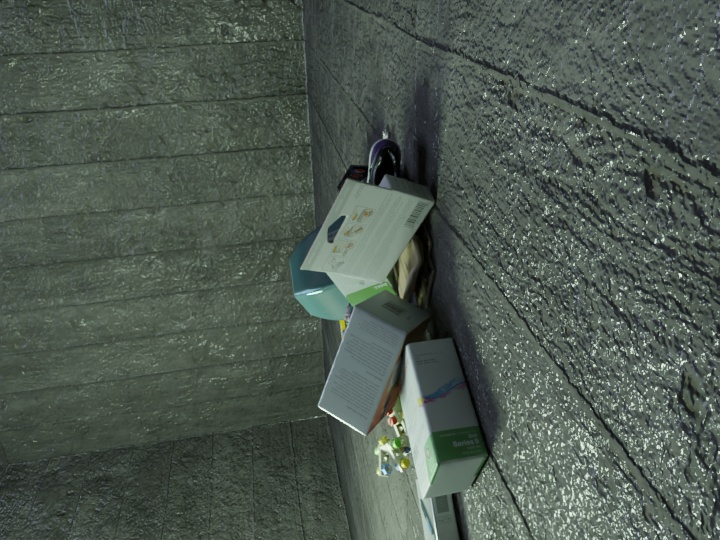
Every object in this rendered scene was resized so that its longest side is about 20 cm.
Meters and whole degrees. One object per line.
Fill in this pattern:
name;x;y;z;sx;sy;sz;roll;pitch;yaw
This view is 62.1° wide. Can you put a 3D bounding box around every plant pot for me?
plant pot;-0.065;0.009;1.482;0.197;0.195;0.200;56;-162;-55

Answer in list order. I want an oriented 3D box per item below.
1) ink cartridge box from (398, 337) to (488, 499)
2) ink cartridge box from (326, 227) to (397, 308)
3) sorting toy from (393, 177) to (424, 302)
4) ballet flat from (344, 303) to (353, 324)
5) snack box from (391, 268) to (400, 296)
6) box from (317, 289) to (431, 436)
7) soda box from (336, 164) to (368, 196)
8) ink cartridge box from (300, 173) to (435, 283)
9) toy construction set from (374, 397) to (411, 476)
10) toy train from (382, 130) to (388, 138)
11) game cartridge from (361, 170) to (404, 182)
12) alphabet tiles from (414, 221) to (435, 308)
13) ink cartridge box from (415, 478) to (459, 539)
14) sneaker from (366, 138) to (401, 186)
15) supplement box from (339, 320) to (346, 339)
ink cartridge box;0.124;0.234;0.961;0.147;0.085;0.204;95;164;-51
ink cartridge box;0.000;0.000;1.200;0.060;0.102;0.201;-93;-24;-43
sorting toy;0.088;-0.043;1.152;0.187;0.035;0.205;99;167;-59
ballet flat;0.029;0.110;1.413;0.199;0.068;0.073;28;-104;-56
snack box;0.066;0.064;1.320;0.142;0.051;0.206;139;123;-81
box;0.028;0.159;1.070;0.152;0.104;0.204;-22;-45;-66
soda box;-0.010;-0.192;1.425;0.201;0.061;0.073;-70;-20;-64
ink cartridge box;0.007;-0.073;1.022;0.202;0.172;0.045;-58;36;34
toy construction set;0.066;0.301;1.219;0.091;0.129;0.206;-17;84;51
toy train;0.040;-0.194;1.318;0.152;0.054;0.204;-107;14;-50
game cartridge;0.028;-0.112;1.213;0.041;0.132;0.203;41;141;26
alphabet tiles;0.108;-0.038;1.139;0.169;0.006;0.203;94;167;-47
ink cartridge box;0.141;0.490;1.111;0.177;0.043;0.206;112;151;-70
sneaker;0.036;-0.125;1.063;0.088;0.073;0.206;-91;2;-70
supplement box;-0.008;0.088;1.642;0.109;0.106;0.206;112;150;-72
